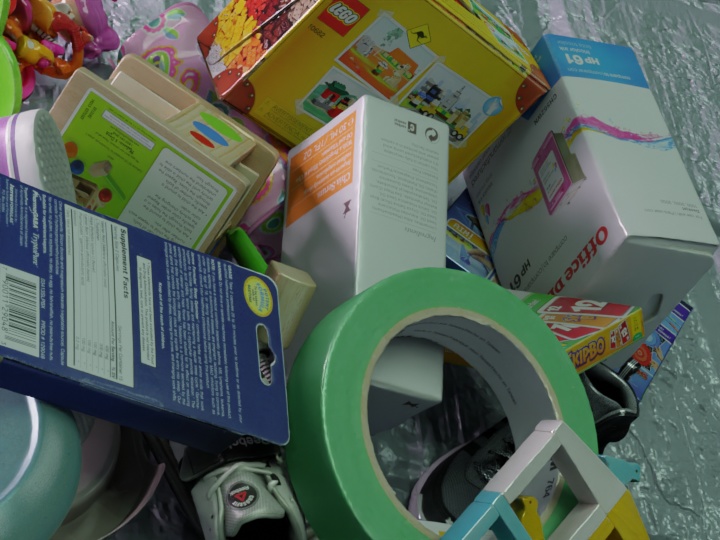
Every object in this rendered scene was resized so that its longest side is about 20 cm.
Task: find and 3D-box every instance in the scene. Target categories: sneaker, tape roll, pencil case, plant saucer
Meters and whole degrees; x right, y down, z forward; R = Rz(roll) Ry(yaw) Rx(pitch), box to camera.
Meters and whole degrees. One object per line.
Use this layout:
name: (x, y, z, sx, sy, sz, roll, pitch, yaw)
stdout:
sneaker: (-0.068, 0.119, 1.061, 0.074, 0.089, 0.200, -19, 86, -12)
tape roll: (0.050, 0.099, 1.082, 0.200, 0.048, 0.201, 13, 66, -29)
pencil case: (-0.101, -0.099, 1.309, 0.087, 0.088, 0.200, -16, 60, -40)
plant saucer: (-0.245, 0.088, 0.942, 0.200, 0.027, 0.200, 6, 42, -5)
sneaker: (0.115, 0.116, 1.215, 0.075, 0.114, 0.200, 46, 43, 14)
sneaker: (-0.218, 0.014, 1.066, 0.114, 0.073, 0.201, -14, 75, 9)

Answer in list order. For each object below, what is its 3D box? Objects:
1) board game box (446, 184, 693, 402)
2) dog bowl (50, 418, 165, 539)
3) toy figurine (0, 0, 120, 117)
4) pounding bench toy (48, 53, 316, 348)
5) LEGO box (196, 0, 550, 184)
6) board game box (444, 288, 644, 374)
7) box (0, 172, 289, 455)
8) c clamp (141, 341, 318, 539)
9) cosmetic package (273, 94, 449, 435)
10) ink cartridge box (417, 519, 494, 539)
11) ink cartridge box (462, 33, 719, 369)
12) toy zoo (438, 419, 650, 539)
board game box: (0.147, 0.013, 1.388, 0.200, 0.034, 0.135, 37, 41, 4)
dog bowl: (-0.216, 0.095, 1.073, 0.200, 0.059, 0.200, 18, 44, -18)
toy figurine: (-0.230, -0.199, 1.304, 0.184, 0.150, 0.200, -18, 84, -52)
pounding bench toy: (-0.112, -0.031, 1.173, 0.200, 0.124, 0.156, 34, 13, 0)
LEGO box: (0.010, -0.145, 1.278, 0.200, 0.149, 0.077, 32, 23, -39)
board game box: (0.084, 0.038, 1.241, 0.095, 0.200, 0.030, -24, 110, -43)
box: (-0.128, 0.029, 1.012, 0.200, 0.032, 0.121, 21, 46, -34)
c clamp: (-0.064, 0.100, 1.185, 0.171, 0.027, 0.200, -4, 53, -34)
cosmetic package: (0.000, 0.000, 1.184, 0.071, 0.101, 0.201, 17, 61, -29)
ink cartridge box: (0.075, 0.231, 1.111, 0.200, 0.076, 0.137, 12, 45, -23)
ink cartridge box: (0.160, -0.049, 1.318, 0.084, 0.145, 0.200, 6, 48, -28)
toy zoo: (0.103, 0.180, 1.041, 0.200, 0.020, 0.131, -44, 112, -29)
